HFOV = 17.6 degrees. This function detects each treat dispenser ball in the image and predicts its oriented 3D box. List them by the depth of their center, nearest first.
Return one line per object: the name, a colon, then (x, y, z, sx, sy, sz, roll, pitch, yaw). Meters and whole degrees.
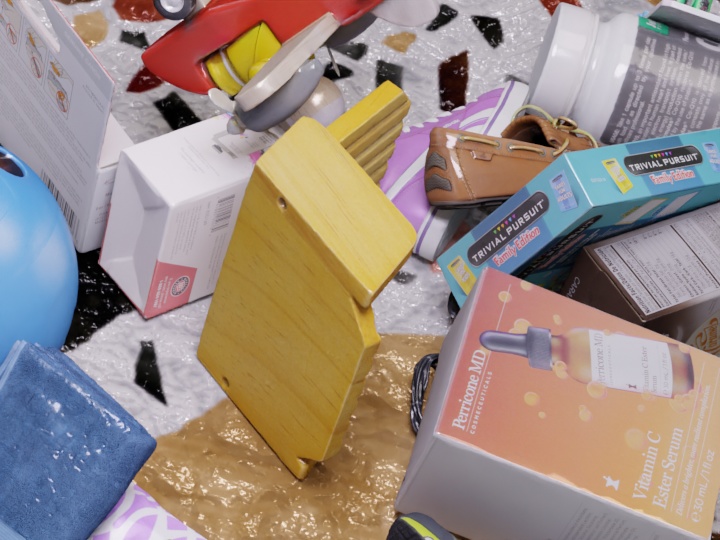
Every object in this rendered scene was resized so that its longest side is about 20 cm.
treat dispenser ball: (-0.283, 0.006, 1.511, 0.200, 0.201, 0.201, 10, 46, -10)

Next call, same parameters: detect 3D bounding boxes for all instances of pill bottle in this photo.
pill bottle: (0.242, -0.142, 1.895, 0.199, 0.113, 0.113, 18, 45, -3)

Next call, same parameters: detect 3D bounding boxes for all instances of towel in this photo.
towel: (-0.224, 0.148, 1.431, 0.112, 0.049, 0.200, 38, 85, 16)

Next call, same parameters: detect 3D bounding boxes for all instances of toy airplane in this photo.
toy airplane: (-0.034, -0.163, 1.637, 0.200, 0.142, 0.199, -25, 21, -20)

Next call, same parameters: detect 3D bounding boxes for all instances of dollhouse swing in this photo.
dollhouse swing: (0.000, 0.000, 1.616, 0.175, 0.200, 0.182, -22, 58, -35)

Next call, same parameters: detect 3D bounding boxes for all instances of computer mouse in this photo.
computer mouse: (0.077, 0.052, 1.719, 0.059, 0.034, 0.200, 37, 50, -8)

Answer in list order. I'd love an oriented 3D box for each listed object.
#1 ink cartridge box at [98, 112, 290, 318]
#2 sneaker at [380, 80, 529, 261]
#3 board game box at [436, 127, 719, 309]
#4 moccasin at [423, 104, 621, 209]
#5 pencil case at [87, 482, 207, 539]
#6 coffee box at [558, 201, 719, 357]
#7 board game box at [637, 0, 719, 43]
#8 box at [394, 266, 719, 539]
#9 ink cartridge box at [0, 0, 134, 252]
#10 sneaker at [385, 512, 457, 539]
ink cartridge box: (-0.085, -0.056, 1.697, 0.200, 0.117, 0.068, -22, 55, -35)
sneaker: (0.054, -0.103, 1.824, 0.114, 0.073, 0.201, 27, 45, 11)
board game box: (0.175, -0.040, 1.714, 0.200, 0.151, 0.047, -11, 68, -45)
moccasin: (0.131, -0.088, 1.769, 0.201, 0.074, 0.078, -4, 92, -32)
pencil case: (-0.146, 0.176, 1.481, 0.200, 0.084, 0.085, 38, 50, 15)
coffee box: (0.245, 0.019, 1.744, 0.200, 0.115, 0.080, -18, 57, -31)
board game box: (0.330, -0.185, 1.929, 0.199, 0.200, 0.026, 19, 87, -2)
box: (0.145, 0.115, 1.604, 0.199, 0.106, 0.153, 21, 53, -3)
ink cartridge box: (-0.224, -0.142, 1.689, 0.043, 0.174, 0.200, -19, 57, -33)
sneaker: (0.101, 0.228, 1.536, 0.200, 0.074, 0.081, 40, 41, 9)
